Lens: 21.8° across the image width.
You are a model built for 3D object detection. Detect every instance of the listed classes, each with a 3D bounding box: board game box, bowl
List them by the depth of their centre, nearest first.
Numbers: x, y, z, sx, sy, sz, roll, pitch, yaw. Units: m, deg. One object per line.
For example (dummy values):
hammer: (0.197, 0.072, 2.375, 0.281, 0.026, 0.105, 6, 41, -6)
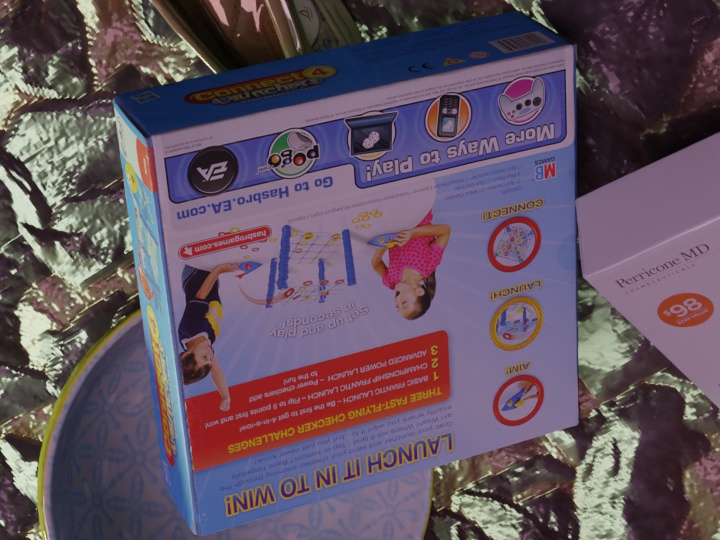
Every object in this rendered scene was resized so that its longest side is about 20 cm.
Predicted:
board game box: (0.000, 0.000, 0.847, 0.200, 0.056, 0.196, -14, 119, -19)
bowl: (-0.073, 0.103, 0.947, 0.200, 0.200, 0.108, 53, 163, -13)

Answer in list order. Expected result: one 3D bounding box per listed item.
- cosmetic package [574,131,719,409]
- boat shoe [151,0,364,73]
cosmetic package: (0.216, -0.014, 0.802, 0.200, 0.052, 0.151, -26, 132, 28)
boat shoe: (-0.072, -0.149, 0.853, 0.073, 0.063, 0.200, -35, 101, 31)
